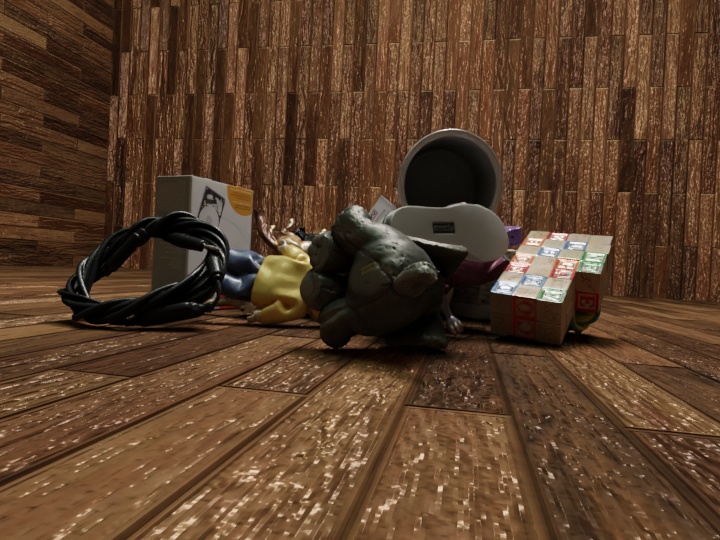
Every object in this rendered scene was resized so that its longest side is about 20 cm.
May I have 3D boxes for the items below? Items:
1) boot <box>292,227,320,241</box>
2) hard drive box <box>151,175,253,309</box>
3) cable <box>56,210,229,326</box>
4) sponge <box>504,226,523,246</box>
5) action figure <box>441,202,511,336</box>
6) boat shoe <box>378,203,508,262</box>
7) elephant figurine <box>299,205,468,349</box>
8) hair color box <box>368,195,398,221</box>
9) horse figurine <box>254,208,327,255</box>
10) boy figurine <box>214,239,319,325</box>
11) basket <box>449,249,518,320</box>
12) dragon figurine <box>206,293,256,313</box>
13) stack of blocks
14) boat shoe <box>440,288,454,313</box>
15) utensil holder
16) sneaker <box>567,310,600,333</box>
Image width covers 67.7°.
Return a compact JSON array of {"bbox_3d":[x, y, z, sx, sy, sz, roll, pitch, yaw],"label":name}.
[{"bbox_3d":[-0.042,-0.011,1.014,0.161,0.074,0.198,19,13,-37],"label":"boot"},{"bbox_3d":[-0.253,-0.041,0.874,0.076,0.204,0.155,4,1,25],"label":"hard drive box"},{"bbox_3d":[-0.257,-0.005,0.638,0.197,0.165,0.051,-10,-38,-4],"label":"cable"},{"bbox_3d":[0.187,-0.056,0.941,0.110,0.030,0.200,-14,10,-11],"label":"sponge"},{"bbox_3d":[0.105,0.004,0.729,0.198,0.151,0.134,-26,4,-21],"label":"action figure"},{"bbox_3d":[0.100,-0.040,0.673,0.197,0.073,0.065,-5,-6,-34],"label":"boat shoe"},{"bbox_3d":[0.048,0.015,0.560,0.198,0.142,0.156,14,35,-45],"label":"elephant figurine"},{"bbox_3d":[0.065,-0.044,0.958,0.060,0.099,0.200,31,13,-36],"label":"hair color box"},{"bbox_3d":[-0.092,-0.039,0.908,0.197,0.050,0.133,18,27,-17],"label":"horse figurine"},{"bbox_3d":[-0.103,0.017,0.706,0.197,0.126,0.065,14,-31,-4],"label":"boy figurine"},{"bbox_3d":[0.212,0.021,1.008,0.134,0.126,0.199,2,1,-27],"label":"basket"},{"bbox_3d":[-0.150,0.037,0.801,0.197,0.060,0.099,1,2,-33],"label":"dragon figurine"},{"bbox_3d":[0.255,0.016,0.703,0.114,0.059,0.200,8,29,30],"label":"stack of blocks"},{"bbox_3d":[0.102,0.039,0.967,0.064,0.072,0.200,18,-14,-17],"label":"boat shoe"},{"bbox_3d":[0.145,-0.149,0.945,0.167,0.173,0.200,3,8,1],"label":"utensil holder"},{"bbox_3d":[0.296,0.052,0.820,0.129,0.081,0.200,1,9,23],"label":"sneaker"}]
